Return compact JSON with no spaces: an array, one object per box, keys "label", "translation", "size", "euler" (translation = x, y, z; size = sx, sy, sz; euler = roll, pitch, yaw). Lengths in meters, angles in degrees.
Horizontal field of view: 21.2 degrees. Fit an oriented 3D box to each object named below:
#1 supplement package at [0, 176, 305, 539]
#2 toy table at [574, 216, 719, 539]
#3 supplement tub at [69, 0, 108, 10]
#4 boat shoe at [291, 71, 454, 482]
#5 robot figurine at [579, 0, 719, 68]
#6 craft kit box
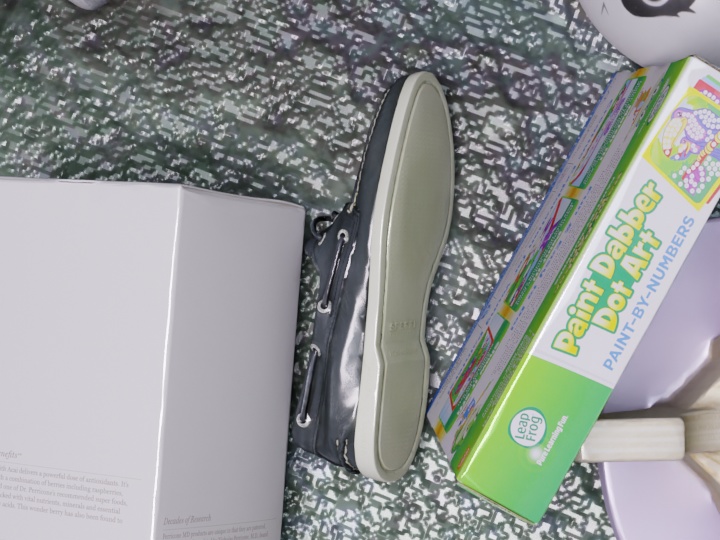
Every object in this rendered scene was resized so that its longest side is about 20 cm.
[{"label":"supplement package","translation":[-0.110,0.061,0.932],"size":[0.120,0.119,0.203],"euler":[4,89,29]},{"label":"toy table","translation":[0.181,0.076,0.891],"size":[0.182,0.117,0.202],"euler":[-12,90,-2]},{"label":"supplement tub","translation":[-0.124,-0.243,0.957],"size":[0.122,0.123,0.201],"euler":[37,93,8]},{"label":"boat shoe","translation":[0.001,0.000,0.957],"size":[0.065,0.074,0.202],"euler":[6,93,30]},{"label":"robot figurine","translation":[0.182,-0.186,0.905],"size":[0.124,0.150,0.201],"euler":[34,93,-5]},{"label":"craft kit box","translation":[0.100,0.002,0.875],"size":[0.048,0.198,0.201],"euler":[29,93,-1]}]
